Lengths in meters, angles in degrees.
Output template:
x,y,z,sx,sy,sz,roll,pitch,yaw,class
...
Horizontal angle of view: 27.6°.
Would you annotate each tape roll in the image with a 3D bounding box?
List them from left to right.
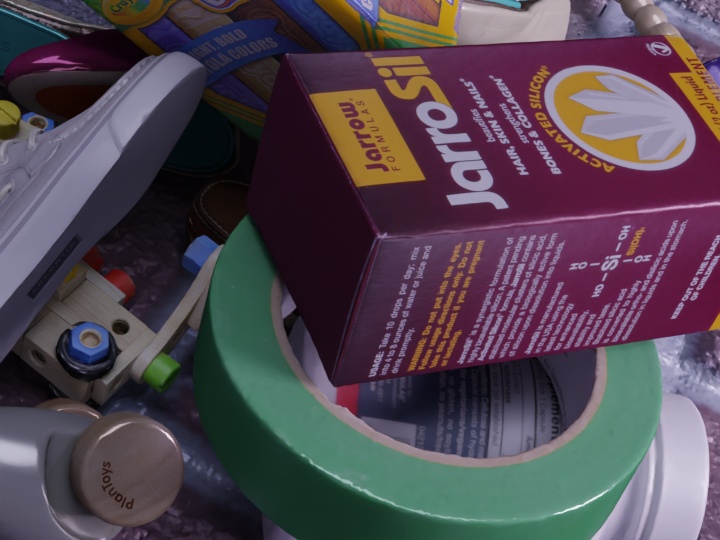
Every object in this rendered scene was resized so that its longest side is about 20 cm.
x,y,z,sx,sy,sz,roll,pitch,yaw,class
0.029,0.039,0.634,0.199,0.048,0.201,10,43,-10,tape roll

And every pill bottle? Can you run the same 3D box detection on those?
x,y,z,sx,sy,sz,roll,pitch,yaw,class
0.059,0.091,0.713,0.198,0.120,0.120,10,49,-10,pill bottle

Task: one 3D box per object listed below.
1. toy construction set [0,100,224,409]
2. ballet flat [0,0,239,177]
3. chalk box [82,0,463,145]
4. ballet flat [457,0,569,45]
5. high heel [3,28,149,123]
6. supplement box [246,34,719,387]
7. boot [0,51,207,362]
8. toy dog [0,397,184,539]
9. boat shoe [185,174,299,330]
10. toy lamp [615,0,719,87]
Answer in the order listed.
x,y,z,sx,sy,sz,roll,pitch,yaw,class
-0.138,-0.005,0.760,0.199,0.093,0.131,26,48,20,toy construction set
-0.154,-0.119,0.860,0.199,0.068,0.062,27,17,-2,ballet flat
-0.052,-0.170,0.706,0.200,0.123,0.125,38,51,-41,chalk box
0.076,-0.148,0.910,0.069,0.070,0.199,43,29,19,ballet flat
-0.111,-0.131,0.790,0.199,0.067,0.097,-5,72,-47,high heel
0.066,-0.031,0.619,0.198,0.086,0.111,-7,48,-24,supplement box
-0.165,-0.044,0.685,0.095,0.074,0.200,36,75,8,boot
-0.179,0.108,0.648,0.198,0.132,0.097,2,89,-10,toy dog
0.000,0.000,0.800,0.199,0.074,0.076,29,49,7,boat shoe
0.208,-0.163,1.009,0.058,0.058,0.201,-13,58,-26,toy lamp
